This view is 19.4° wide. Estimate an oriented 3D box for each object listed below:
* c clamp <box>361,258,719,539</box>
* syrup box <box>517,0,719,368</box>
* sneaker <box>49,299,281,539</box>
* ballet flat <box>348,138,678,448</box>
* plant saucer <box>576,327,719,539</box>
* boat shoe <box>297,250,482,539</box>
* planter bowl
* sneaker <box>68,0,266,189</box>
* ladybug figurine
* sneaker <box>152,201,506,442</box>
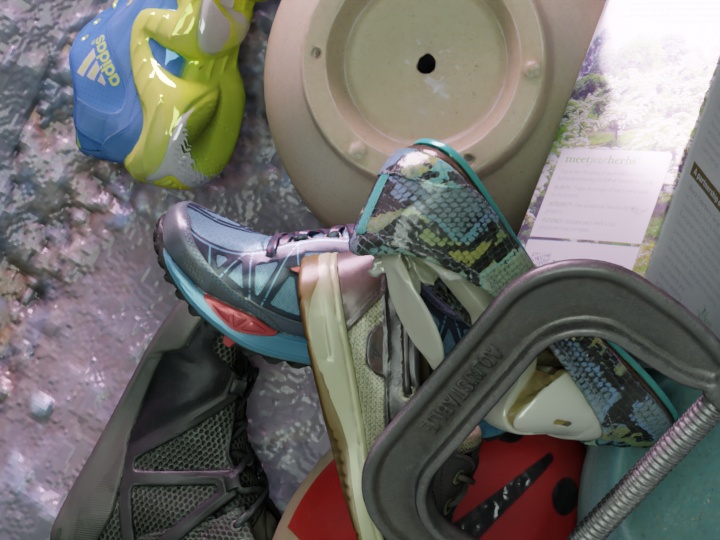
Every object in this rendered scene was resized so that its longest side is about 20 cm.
[{"bbox_3d":[0.104,0.078,0.904,0.170,0.027,0.200,36,117,-19],"label":"c clamp"},{"bbox_3d":[0.146,-0.059,0.998,0.078,0.081,0.201,5,63,39],"label":"syrup box"},{"bbox_3d":[-0.071,0.086,1.096,0.114,0.076,0.201,28,96,7],"label":"sneaker"},{"bbox_3d":[0.063,0.031,0.929,0.074,0.074,0.200,-41,114,6],"label":"ballet flat"},{"bbox_3d":[0.169,0.096,0.969,0.200,0.039,0.203,-20,59,37],"label":"plant saucer"},{"bbox_3d":[0.024,0.084,0.963,0.064,0.073,0.202,-14,107,11],"label":"boat shoe"},{"bbox_3d":[0.040,-0.098,1.051,0.198,0.135,0.203,0,88,8],"label":"planter bowl"},{"bbox_3d":[-0.102,-0.142,1.105,0.104,0.076,0.202,6,71,29],"label":"sneaker"},{"bbox_3d":[0.039,0.134,1.057,0.200,0.072,0.136,-44,94,-11],"label":"ladybug figurine"},{"bbox_3d":[0.000,0.000,1.014,0.198,0.079,0.096,23,116,-6],"label":"sneaker"}]
